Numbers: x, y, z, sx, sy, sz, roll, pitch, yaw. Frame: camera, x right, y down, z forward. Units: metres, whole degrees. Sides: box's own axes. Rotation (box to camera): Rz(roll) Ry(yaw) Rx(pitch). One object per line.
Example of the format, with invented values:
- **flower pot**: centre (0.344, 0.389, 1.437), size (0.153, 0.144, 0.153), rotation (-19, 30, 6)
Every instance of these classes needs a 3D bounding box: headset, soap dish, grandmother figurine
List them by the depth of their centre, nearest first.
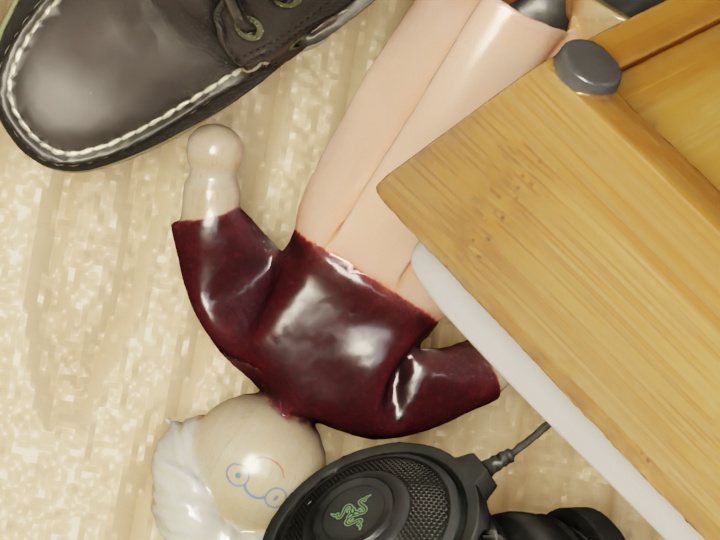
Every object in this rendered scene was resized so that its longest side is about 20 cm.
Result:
- **soap dish**: centre (0.126, -0.012, 0.736), size (0.157, 0.081, 0.200), rotation (46, 46, 18)
- **headset**: centre (0.037, 0.096, 0.795), size (0.123, 0.094, 0.200), rotation (23, 107, -36)
- **grandmother figurine**: centre (0.000, 0.000, 0.816), size (0.121, 0.061, 0.201), rotation (31, 98, 4)

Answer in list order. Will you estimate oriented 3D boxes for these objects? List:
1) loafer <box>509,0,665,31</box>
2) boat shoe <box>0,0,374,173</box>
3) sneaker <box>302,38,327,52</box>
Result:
- **loafer**: centre (0.117, -0.130, 0.841), size (0.200, 0.072, 0.073), rotation (-40, 95, -5)
- **boat shoe**: centre (-0.023, -0.098, 0.767), size (0.200, 0.065, 0.073), rotation (-41, 96, 8)
- **sneaker**: centre (0.022, -0.151, 0.836), size (0.200, 0.077, 0.081), rotation (-43, 100, 2)
